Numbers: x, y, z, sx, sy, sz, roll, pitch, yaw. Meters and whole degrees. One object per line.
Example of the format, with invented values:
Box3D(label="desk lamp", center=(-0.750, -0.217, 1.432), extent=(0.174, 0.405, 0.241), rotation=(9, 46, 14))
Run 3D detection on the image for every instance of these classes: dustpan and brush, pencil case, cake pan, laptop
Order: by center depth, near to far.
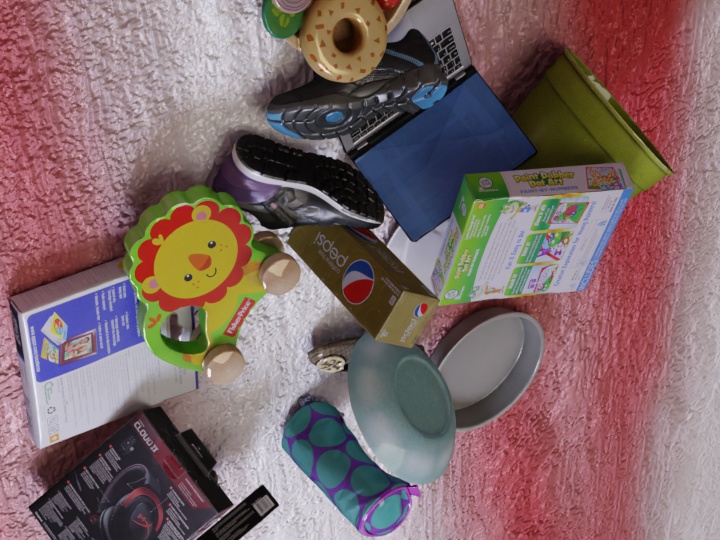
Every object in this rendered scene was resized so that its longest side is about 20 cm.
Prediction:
Box3D(label="laptop", center=(0.076, -0.177, 1.596), extent=(0.186, 0.116, 0.201), rotation=(-36, 138, -11))
Box3D(label="dustpan and brush", center=(0.061, 0.017, 1.794), extent=(0.139, 0.057, 0.202), rotation=(17, 104, -44))
Box3D(label="pencil case", center=(-0.017, 0.247, 1.794), extent=(0.092, 0.200, 0.086), rotation=(-33, 138, -16))
Box3D(label="cake pan", center=(0.168, 0.134, 1.975), extent=(0.199, 0.037, 0.202), rotation=(-22, 133, -25))

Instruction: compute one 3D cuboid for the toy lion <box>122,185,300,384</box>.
Box3D(label="toy lion", center=(-0.176, 0.011, 1.529), extent=(0.190, 0.069, 0.201), rotation=(20, 111, -36))

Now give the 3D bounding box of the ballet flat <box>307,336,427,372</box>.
Box3D(label="ballet flat", center=(0.014, 0.118, 1.820), extent=(0.199, 0.047, 0.067), rotation=(8, 154, -45))

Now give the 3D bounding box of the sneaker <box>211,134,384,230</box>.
Box3D(label="sneaker", center=(-0.070, -0.082, 1.577), extent=(0.198, 0.076, 0.088), rotation=(20, 132, -26))

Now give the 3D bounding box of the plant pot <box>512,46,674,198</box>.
Box3D(label="plant pot", center=(0.243, -0.132, 1.728), extent=(0.193, 0.201, 0.200), rotation=(-41, 140, 14))

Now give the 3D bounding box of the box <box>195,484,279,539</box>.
Box3D(label="box", center=(-0.193, 0.340, 1.690), extent=(0.199, 0.035, 0.110), rotation=(-36, 174, -38))

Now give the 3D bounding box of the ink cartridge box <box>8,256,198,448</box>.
Box3D(label="ink cartridge box", center=(-0.280, 0.082, 1.572), extent=(0.198, 0.047, 0.199), rotation=(-22, 132, -28))

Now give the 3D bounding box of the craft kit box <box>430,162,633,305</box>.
Box3D(label="craft kit box", center=(0.195, -0.040, 1.652), extent=(0.195, 0.049, 0.201), rotation=(-8, 145, -17))

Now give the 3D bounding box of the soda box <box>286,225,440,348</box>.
Box3D(label="soda box", center=(0.000, 0.000, 1.611), extent=(0.064, 0.200, 0.068), rotation=(14, 114, -44))

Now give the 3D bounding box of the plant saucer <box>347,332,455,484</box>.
Box3D(label="plant saucer", center=(0.064, 0.162, 1.762), extent=(0.038, 0.203, 0.200), rotation=(-28, 150, 35))

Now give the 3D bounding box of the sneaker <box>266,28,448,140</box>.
Box3D(label="sneaker", center=(-0.009, -0.199, 1.529), extent=(0.198, 0.083, 0.073), rotation=(-14, 158, -8))

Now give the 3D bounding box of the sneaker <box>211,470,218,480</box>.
Box3D(label="sneaker", center=(-0.229, 0.339, 1.781), extent=(0.076, 0.089, 0.201), rotation=(19, 109, -45))

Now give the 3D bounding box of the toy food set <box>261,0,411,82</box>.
Box3D(label="toy food set", center=(-0.020, -0.307, 1.439), extent=(0.198, 0.049, 0.201), rotation=(39, 88, -38))

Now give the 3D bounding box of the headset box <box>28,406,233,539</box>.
Box3D(label="headset box", center=(-0.254, 0.264, 1.628), extent=(0.200, 0.149, 0.075), rotation=(-40, 173, 7))
